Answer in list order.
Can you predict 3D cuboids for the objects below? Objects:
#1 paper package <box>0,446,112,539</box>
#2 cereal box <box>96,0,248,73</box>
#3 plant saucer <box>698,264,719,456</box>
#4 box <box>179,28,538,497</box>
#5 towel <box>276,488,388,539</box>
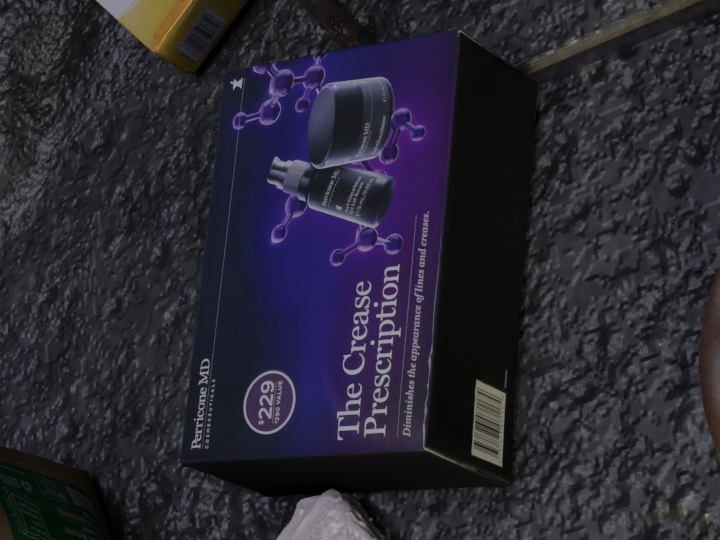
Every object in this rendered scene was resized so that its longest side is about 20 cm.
[{"bbox_3d":[-0.235,0.168,1.067,0.191,0.200,0.104,-42,54,16],"label":"paper package"},{"bbox_3d":[-0.115,-0.217,1.227,0.200,0.040,0.144,41,98,38],"label":"cereal box"},{"bbox_3d":[0.223,0.022,0.904,0.200,0.037,0.201,-13,65,30],"label":"plant saucer"},{"bbox_3d":[0.000,0.000,1.044,0.141,0.079,0.200,-8,69,36],"label":"box"},{"bbox_3d":[-0.001,0.204,0.995,0.133,0.034,0.200,-51,53,10],"label":"towel"}]
